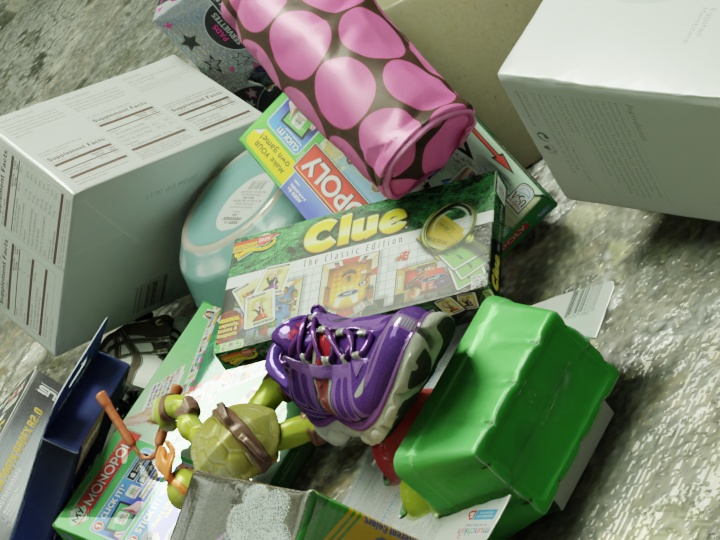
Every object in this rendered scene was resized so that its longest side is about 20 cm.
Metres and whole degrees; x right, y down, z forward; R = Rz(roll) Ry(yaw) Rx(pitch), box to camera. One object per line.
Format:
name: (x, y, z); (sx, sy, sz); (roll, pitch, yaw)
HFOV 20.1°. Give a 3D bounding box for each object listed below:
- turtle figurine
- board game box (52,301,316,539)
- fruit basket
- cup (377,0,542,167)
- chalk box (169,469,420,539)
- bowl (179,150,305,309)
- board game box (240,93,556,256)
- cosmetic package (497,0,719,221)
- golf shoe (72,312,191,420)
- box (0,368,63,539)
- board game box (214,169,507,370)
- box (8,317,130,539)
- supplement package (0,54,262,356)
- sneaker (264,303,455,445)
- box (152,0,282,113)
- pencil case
turtle figurine: (-0.078, 0.105, 1.349); (0.161, 0.064, 0.200); (-38, 57, -13)
board game box: (-0.105, 0.123, 1.410); (0.134, 0.029, 0.200); (17, 62, 32)
fruit basket: (0.064, 0.099, 1.234); (0.186, 0.094, 0.200); (-59, 14, -27)
cup: (0.078, -0.178, 1.514); (0.200, 0.143, 0.201); (-34, 28, 21)
chalk box: (-0.048, 0.228, 1.118); (0.124, 0.124, 0.201); (2, 69, 53)
bowl: (-0.059, -0.025, 1.532); (0.201, 0.105, 0.201); (-34, 28, 20)
board game box: (0.023, -0.069, 1.407); (0.135, 0.029, 0.200); (-45, 65, 10)
cosmetic package: (0.228, -0.141, 1.230); (0.200, 0.123, 0.200); (11, 58, 41)
golf shoe: (-0.153, 0.073, 1.555); (0.095, 0.078, 0.200); (-51, 29, -12)
box: (-0.300, 0.184, 1.571); (0.200, 0.048, 0.159); (-41, 20, 50)
board game box: (0.000, 0.000, 1.342); (0.199, 0.023, 0.105); (-15, 42, 22)
box: (-0.212, 0.143, 1.454); (0.121, 0.032, 0.200); (-66, -2, -59)
supplement package: (-0.190, -0.054, 1.583); (0.111, 0.156, 0.200); (35, 41, 28)
sneaker: (-0.011, 0.057, 1.222); (0.081, 0.083, 0.200); (-57, 11, -22)
box: (-0.057, -0.195, 1.660); (0.115, 0.200, 0.132); (-31, 30, 28)
pencil case: (-0.005, -0.141, 1.366); (0.093, 0.200, 0.091); (-20, -30, -35)
